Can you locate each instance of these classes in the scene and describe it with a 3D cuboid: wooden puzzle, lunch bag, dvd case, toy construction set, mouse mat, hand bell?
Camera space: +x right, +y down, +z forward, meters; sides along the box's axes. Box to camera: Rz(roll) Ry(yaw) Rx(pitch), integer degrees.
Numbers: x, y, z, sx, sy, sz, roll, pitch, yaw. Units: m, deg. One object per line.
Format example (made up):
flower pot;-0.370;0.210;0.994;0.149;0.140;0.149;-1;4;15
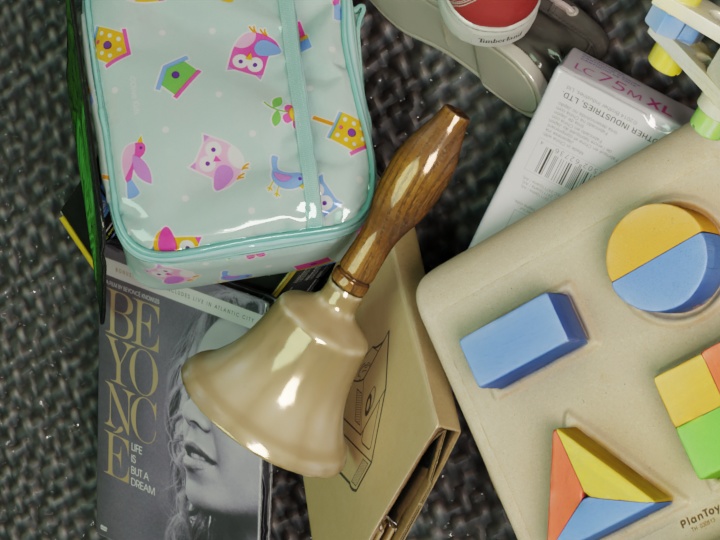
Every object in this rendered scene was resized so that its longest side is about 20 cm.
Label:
wooden puzzle;0.128;0.048;1.069;0.185;0.046;0.201;-30;69;24
lunch bag;-0.070;-0.098;1.242;0.160;0.077;0.201;-9;75;-1
dvd case;-0.110;0.094;1.368;0.148;0.016;0.201;19;113;39
toy construction set;0.225;-0.064;1.028;0.092;0.131;0.200;-46;69;37
mouse mat;-0.161;-0.066;1.299;0.200;0.007;0.162;110;151;-73
hand bell;0.000;0.000;1.171;0.104;0.104;0.200;42;109;26

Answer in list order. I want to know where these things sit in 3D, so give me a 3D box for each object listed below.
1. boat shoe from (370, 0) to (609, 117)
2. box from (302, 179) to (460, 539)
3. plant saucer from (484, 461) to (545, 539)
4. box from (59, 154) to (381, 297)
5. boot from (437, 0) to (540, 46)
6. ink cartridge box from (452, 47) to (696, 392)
boat shoe;0.054;-0.156;1.217;0.200;0.057;0.067;43;159;30
box;0.003;0.072;1.240;0.200;0.021;0.164;-101;28;-47
plant saucer;0.153;0.063;1.100;0.199;0.037;0.201;-5;80;30
box;-0.087;-0.041;1.360;0.160;0.049;0.200;55;129;20
boot;0.055;-0.234;1.125;0.144;0.072;0.201;100;155;-64
ink cartridge box;0.119;-0.003;1.167;0.119;0.042;0.201;28;117;6
